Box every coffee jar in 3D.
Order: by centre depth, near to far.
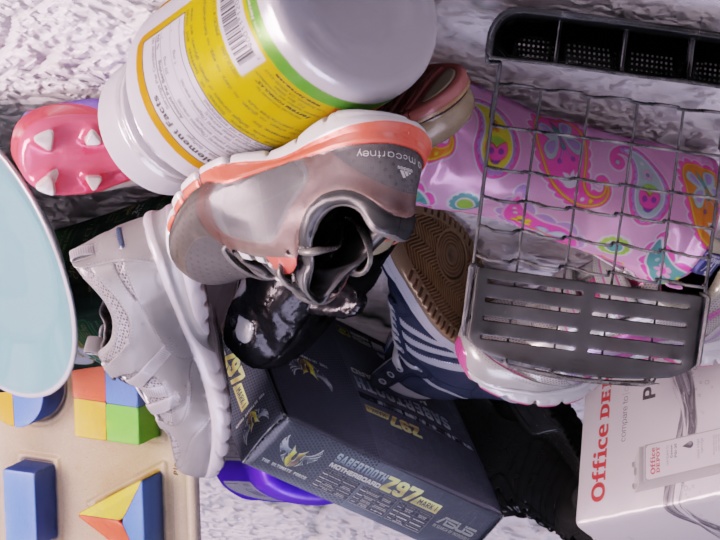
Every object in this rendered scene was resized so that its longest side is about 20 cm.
[{"bbox_3d":[-0.180,0.017,1.777,0.199,0.105,0.085,-11,140,33],"label":"coffee jar"}]

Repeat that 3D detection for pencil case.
[{"bbox_3d":[0.113,-0.051,1.588,0.199,0.088,0.087,18,151,-18],"label":"pencil case"}]

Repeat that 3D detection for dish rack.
[{"bbox_3d":[0.133,-0.037,1.507,0.153,0.201,0.055,7,-177,-1],"label":"dish rack"}]

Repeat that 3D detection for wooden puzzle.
[{"bbox_3d":[-0.197,0.124,1.886,0.199,0.186,0.046,7,-165,32],"label":"wooden puzzle"}]

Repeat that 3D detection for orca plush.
[{"bbox_3d":[0.000,0.000,1.635,0.200,0.071,0.105,-36,141,9],"label":"orca plush"}]

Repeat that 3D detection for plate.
[{"bbox_3d":[-0.233,-0.015,1.698,0.200,0.026,0.201,32,138,34],"label":"plate"}]

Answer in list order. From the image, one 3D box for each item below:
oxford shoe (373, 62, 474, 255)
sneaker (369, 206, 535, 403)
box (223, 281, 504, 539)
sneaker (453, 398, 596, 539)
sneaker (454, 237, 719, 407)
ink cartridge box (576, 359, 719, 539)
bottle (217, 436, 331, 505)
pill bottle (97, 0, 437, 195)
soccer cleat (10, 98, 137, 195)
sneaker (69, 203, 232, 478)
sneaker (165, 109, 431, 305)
[{"bbox_3d":[0.009,-0.053,1.522,0.075,0.070,0.200,49,142,-9],"label":"oxford shoe"},{"bbox_3d":[0.036,0.026,1.778,0.108,0.070,0.200,-2,146,37],"label":"sneaker"},{"bbox_3d":[-0.009,0.096,1.831,0.199,0.158,0.051,27,116,-33],"label":"box"},{"bbox_3d":[0.117,0.151,1.904,0.104,0.200,0.060,-41,149,23],"label":"sneaker"},{"bbox_3d":[0.155,0.020,1.709,0.199,0.082,0.088,-14,143,-10],"label":"sneaker"},{"bbox_3d":[0.243,0.099,1.779,0.199,0.147,0.083,-17,146,39],"label":"ink cartridge box"},{"bbox_3d":[-0.062,0.134,1.966,0.083,0.066,0.200,10,174,-15],"label":"bottle"},{"bbox_3d":[-0.058,-0.112,1.486,0.111,0.112,0.200,23,149,-28],"label":"pill bottle"},{"bbox_3d":[-0.109,-0.077,1.637,0.199,0.077,0.067,-1,114,-10],"label":"soccer cleat"},{"bbox_3d":[-0.126,0.045,1.657,0.082,0.075,0.201,-11,127,-1],"label":"sneaker"},{"bbox_3d":[-0.041,-0.018,1.455,0.077,0.082,0.200,16,153,-32],"label":"sneaker"}]
